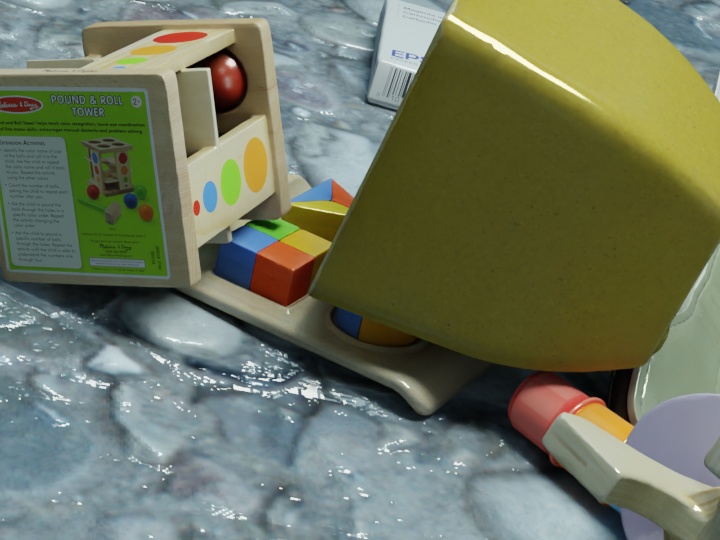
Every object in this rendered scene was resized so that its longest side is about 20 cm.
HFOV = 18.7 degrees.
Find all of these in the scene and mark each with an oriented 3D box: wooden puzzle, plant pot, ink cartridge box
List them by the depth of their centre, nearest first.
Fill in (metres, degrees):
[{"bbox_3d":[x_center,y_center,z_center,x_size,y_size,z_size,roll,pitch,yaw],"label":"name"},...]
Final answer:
[{"bbox_3d":[0.114,-0.053,1.287,0.199,0.195,0.196,28,28,2],"label":"plant pot"},{"bbox_3d":[0.000,0.000,1.362,0.200,0.046,0.185,28,28,19],"label":"wooden puzzle"},{"bbox_3d":[0.107,-0.162,1.738,0.196,0.043,0.200,15,28,-4],"label":"ink cartridge box"}]

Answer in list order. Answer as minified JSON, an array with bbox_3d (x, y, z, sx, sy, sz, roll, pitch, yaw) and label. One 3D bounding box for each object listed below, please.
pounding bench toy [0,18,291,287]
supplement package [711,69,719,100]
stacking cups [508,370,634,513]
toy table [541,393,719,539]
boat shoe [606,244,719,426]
[{"bbox_3d":[-0.162,-0.077,1.314,0.199,0.125,0.156,2,20,23],"label":"pounding bench toy"},{"bbox_3d":[0.331,-0.049,1.579,0.199,0.117,0.117,21,27,4],"label":"supplement package"},{"bbox_3d":[0.162,0.123,1.223,0.200,0.061,0.060,34,31,33],"label":"stacking cups"},{"bbox_3d":[0.181,0.139,1.098,0.200,0.184,0.117,30,12,39],"label":"toy table"},{"bbox_3d":[0.191,0.052,1.370,0.060,0.072,0.201,-18,20,35],"label":"boat shoe"}]
